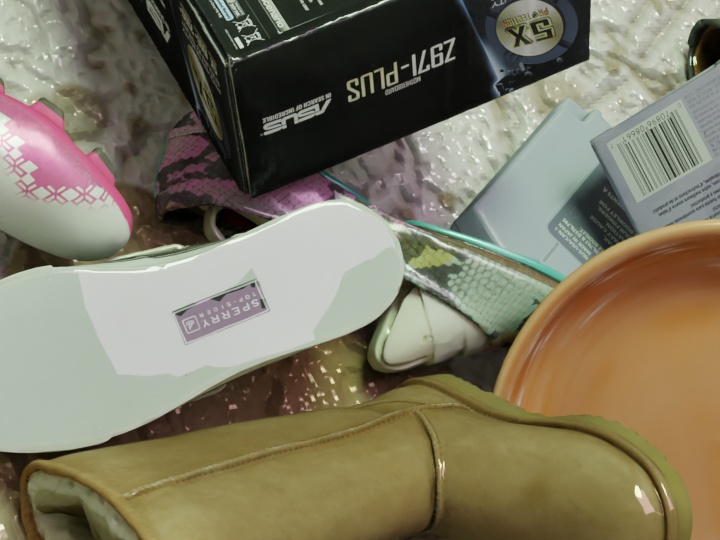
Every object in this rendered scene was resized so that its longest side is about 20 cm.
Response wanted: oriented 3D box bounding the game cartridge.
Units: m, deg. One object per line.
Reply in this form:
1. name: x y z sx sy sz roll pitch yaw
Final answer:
1. game cartridge: 0.137 0.021 1.073 0.200 0.042 0.133 44 51 -1

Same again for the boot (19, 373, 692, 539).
1. boot: 0.000 0.097 0.867 0.200 0.175 0.066 -10 106 -40

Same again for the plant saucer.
1. plant saucer: 0.153 0.076 0.967 0.200 0.200 0.037 43 10 -2

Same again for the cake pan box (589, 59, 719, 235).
1. cake pan box: 0.221 -0.022 0.997 0.052 0.200 0.185 -10 70 -62

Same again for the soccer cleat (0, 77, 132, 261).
1. soccer cleat: -0.186 -0.052 0.893 0.200 0.070 0.086 37 62 -4

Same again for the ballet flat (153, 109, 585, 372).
1. ballet flat: 0.000 0.000 0.982 0.200 0.069 0.071 27 71 -9

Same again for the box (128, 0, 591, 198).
1. box: -0.019 -0.152 0.967 0.163 0.086 0.200 -24 55 -13

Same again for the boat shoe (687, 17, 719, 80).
1. boat shoe: 0.199 -0.060 1.133 0.067 0.072 0.200 22 35 -15

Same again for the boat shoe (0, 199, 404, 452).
1. boat shoe: -0.080 0.026 0.901 0.199 0.064 0.071 -15 87 -16
